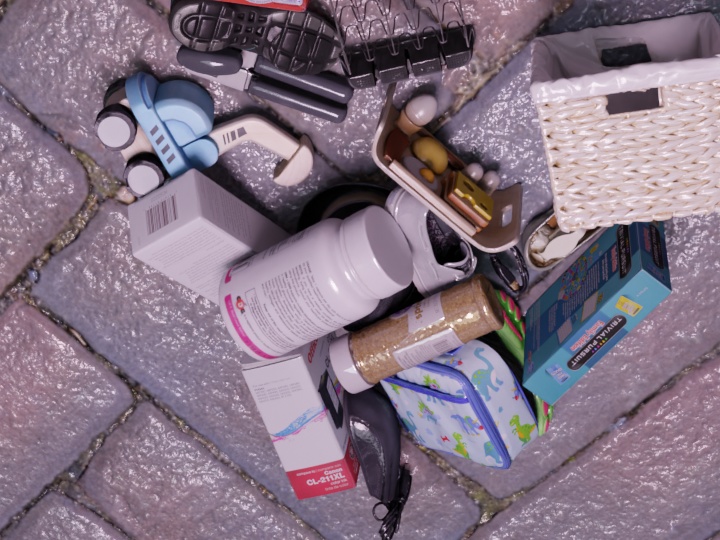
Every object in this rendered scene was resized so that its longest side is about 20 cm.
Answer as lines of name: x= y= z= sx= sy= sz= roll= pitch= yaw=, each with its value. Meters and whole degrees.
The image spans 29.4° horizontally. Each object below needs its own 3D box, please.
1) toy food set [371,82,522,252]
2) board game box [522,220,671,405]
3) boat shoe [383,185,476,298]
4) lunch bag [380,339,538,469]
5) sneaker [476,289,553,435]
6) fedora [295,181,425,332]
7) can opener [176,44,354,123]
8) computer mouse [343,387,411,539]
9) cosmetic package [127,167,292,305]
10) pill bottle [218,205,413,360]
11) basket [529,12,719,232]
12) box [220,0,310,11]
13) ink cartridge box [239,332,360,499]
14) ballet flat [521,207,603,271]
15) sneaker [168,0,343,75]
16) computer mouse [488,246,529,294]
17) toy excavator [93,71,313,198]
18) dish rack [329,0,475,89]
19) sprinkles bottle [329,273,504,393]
toy food set: x=0.099 y=-0.120 z=1.495 sx=0.199 sy=0.144 sz=0.060 roll=39 pitch=118 yaw=-14
board game box: x=0.265 y=0.037 z=1.556 sx=0.047 sy=0.152 sz=0.200 roll=34 pitch=120 yaw=-13
boat shoe: x=0.096 y=-0.020 z=1.550 sx=0.068 sy=0.072 sz=0.201 roll=22 pitch=150 yaw=42
lunch bag: x=0.107 y=0.145 z=1.633 sx=0.199 sy=0.082 sz=0.162 roll=14 pitch=137 yaw=53
sneaker: x=0.178 y=0.113 z=1.670 sx=0.083 sy=0.077 sz=0.202 roll=-18 pitch=109 yaw=31
fedora: x=0.000 y=0.000 z=1.600 sx=0.198 sy=0.092 sz=0.203 roll=9 pitch=126 yaw=12
can opener: x=-0.107 y=-0.209 z=1.520 sx=0.198 sy=0.067 sz=0.054 roll=19 pitch=123 yaw=-2
computer mouse: x=0.032 y=0.225 z=1.718 sx=0.052 sy=0.139 sz=0.202 roll=-12 pitch=115 yaw=16
cosmetic package: x=-0.166 y=-0.029 z=1.580 sx=0.101 sy=0.072 sz=0.200 roll=-26 pitch=146 yaw=21
pill bottle: x=-0.048 y=0.013 z=1.501 sx=0.198 sy=0.114 sz=0.114 roll=-26 pitch=114 yaw=27
basket: x=0.279 y=-0.156 z=1.402 sx=0.195 sy=0.200 sz=0.163 roll=-7 pitch=113 yaw=11
box: x=-0.142 y=-0.343 z=1.429 sx=0.197 sy=0.096 sz=0.101 roll=8 pitch=120 yaw=4
ink cartridge box: x=-0.065 y=0.153 z=1.682 sx=0.082 sy=0.146 sz=0.202 roll=-13 pitch=118 yaw=15
ballet flat: x=0.263 y=-0.067 z=1.547 sx=0.067 sy=0.064 sz=0.200 roll=41 pitch=118 yaw=-16
sneaker: x=-0.112 y=-0.270 z=1.486 sx=0.198 sy=0.080 sz=0.076 roll=12 pitch=119 yaw=-22
computer mouse: x=0.122 y=-0.046 z=1.578 sx=0.200 sy=0.034 sz=0.059 roll=45 pitch=128 yaw=-5
toy excavator: x=-0.175 y=-0.154 z=1.557 sx=0.198 sy=0.100 sz=0.196 roll=-24 pitch=116 yaw=12
dish rack: x=0.035 y=-0.287 z=1.430 sx=0.151 sy=0.055 sz=0.202 roll=-12 pitch=128 yaw=5
sprinkles bottle: x=0.063 y=0.073 z=1.556 sx=0.198 sy=0.068 sz=0.069 roll=-25 pitch=114 yaw=18
